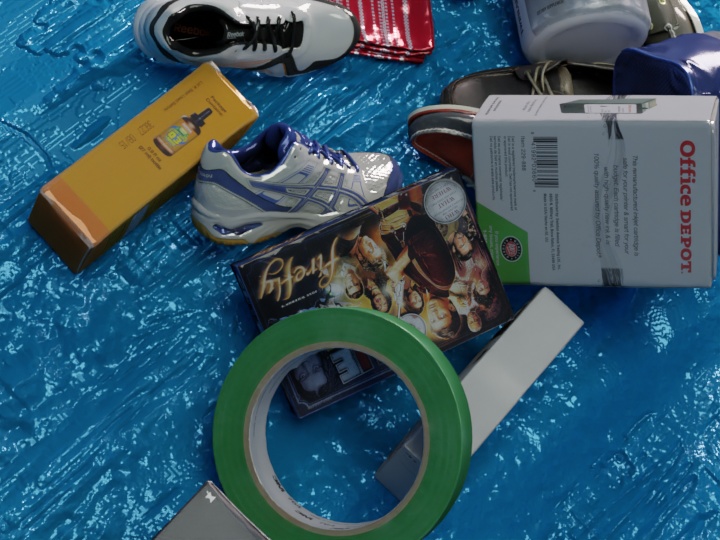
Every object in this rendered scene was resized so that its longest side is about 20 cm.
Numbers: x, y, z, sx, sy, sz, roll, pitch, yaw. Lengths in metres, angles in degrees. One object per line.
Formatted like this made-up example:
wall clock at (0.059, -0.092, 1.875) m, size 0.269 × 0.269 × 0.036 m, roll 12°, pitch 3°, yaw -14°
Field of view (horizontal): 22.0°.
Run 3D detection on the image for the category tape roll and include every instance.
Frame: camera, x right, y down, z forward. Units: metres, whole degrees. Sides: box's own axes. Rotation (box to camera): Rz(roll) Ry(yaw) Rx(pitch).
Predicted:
tape roll at (-0.014, 0.129, 1.441) m, size 0.199 × 0.048 × 0.202 m, roll 0°, pitch 89°, yaw 14°

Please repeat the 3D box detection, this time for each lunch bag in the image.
lunch bag at (0.312, -0.107, 1.647) m, size 0.131 × 0.136 × 0.202 m, roll -11°, pitch 114°, yaw -22°

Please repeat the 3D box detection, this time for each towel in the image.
towel at (-0.030, -0.265, 1.687) m, size 0.198 × 0.023 × 0.146 m, roll 6°, pitch 65°, yaw -17°

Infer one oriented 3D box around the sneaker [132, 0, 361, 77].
sneaker at (-0.092, -0.200, 1.594) m, size 0.198 × 0.080 × 0.074 m, roll -4°, pitch 101°, yaw -17°

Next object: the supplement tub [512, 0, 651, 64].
supplement tub at (0.193, -0.295, 1.721) m, size 0.122 × 0.123 × 0.201 m, roll -2°, pitch 68°, yaw -20°

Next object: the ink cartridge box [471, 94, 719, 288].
ink cartridge box at (0.199, -0.067, 1.549) m, size 0.198 × 0.147 × 0.084 m, roll 2°, pitch 21°, yaw 15°

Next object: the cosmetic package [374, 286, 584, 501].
cosmetic package at (0.098, 0.106, 1.536) m, size 0.051 × 0.083 × 0.200 m, roll 41°, pitch 60°, yaw 5°

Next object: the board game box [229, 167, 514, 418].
board game box at (0.011, 0.017, 1.514) m, size 0.199 × 0.035 × 0.136 m, roll -25°, pitch 99°, yaw -10°

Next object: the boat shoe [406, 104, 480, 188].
boat shoe at (0.130, -0.087, 1.641) m, size 0.199 × 0.071 × 0.063 m, roll 21°, pitch 65°, yaw -14°

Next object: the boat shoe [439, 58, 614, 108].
boat shoe at (0.168, -0.164, 1.682) m, size 0.198 × 0.073 × 0.075 m, roll -6°, pitch 69°, yaw -22°

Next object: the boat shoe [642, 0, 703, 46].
boat shoe at (0.276, -0.242, 1.758) m, size 0.060 × 0.072 × 0.203 m, roll -4°, pitch 63°, yaw -19°

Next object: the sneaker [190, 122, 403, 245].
sneaker at (-0.046, -0.081, 1.547) m, size 0.199 × 0.089 × 0.075 m, roll -14°, pitch 35°, yaw -32°

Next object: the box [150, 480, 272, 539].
box at (-0.164, 0.262, 1.341) m, size 0.079 × 0.141 × 0.200 m, roll 42°, pitch 61°, yaw 3°

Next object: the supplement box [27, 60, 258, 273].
supplement box at (-0.178, -0.087, 1.532) m, size 0.067 × 0.069 × 0.200 m, roll 47°, pitch 63°, yaw 4°
